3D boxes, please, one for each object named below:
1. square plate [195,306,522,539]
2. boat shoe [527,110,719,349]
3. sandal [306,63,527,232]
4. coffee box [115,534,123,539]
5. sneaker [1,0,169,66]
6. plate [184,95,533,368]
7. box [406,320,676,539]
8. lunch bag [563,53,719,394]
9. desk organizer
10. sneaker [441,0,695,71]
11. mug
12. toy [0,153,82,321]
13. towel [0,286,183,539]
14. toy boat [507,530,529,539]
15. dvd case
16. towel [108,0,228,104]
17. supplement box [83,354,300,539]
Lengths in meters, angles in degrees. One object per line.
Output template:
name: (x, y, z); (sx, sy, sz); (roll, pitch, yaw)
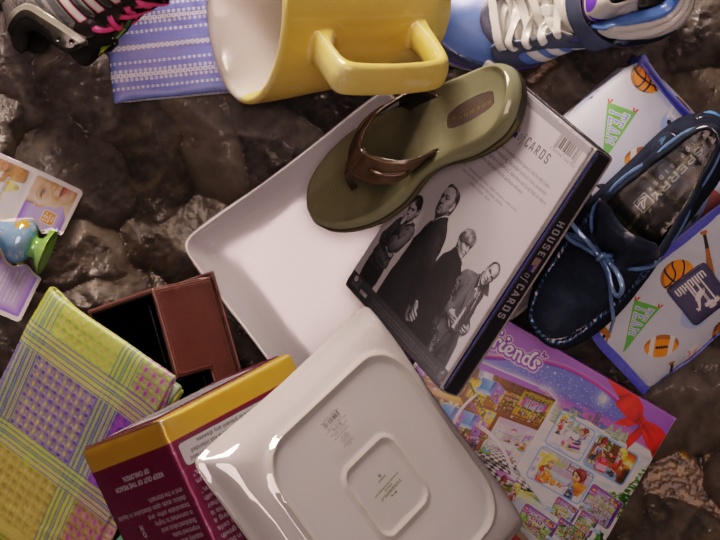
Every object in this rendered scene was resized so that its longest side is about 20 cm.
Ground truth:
square plate: (0.010, 0.151, 1.314); (0.200, 0.028, 0.199); (-41, 99, -40)
boat shoe: (0.179, -0.033, 1.340); (0.084, 0.069, 0.201); (34, 99, 7)
sandal: (0.031, -0.097, 1.394); (0.200, 0.057, 0.080); (-31, 57, 34)
coffee box: (-0.109, 0.264, 1.415); (0.123, 0.044, 0.200); (-45, 112, 8)
sneaker: (-0.188, -0.198, 1.442); (0.198, 0.074, 0.088); (1, 98, 24)
plate: (0.000, 0.000, 1.474); (0.199, 0.032, 0.200); (-37, 89, -2)
box: (0.118, 0.119, 1.448); (0.199, 0.039, 0.137); (30, 93, -8)
lunch bag: (0.209, -0.033, 1.431); (0.170, 0.124, 0.200); (-39, 93, 8)
desk organizer: (-0.130, 0.110, 1.434); (0.071, 0.077, 0.202); (-17, 88, 31)
sneaker: (0.147, -0.198, 1.424); (0.198, 0.146, 0.081); (-5, 88, -1)
mug: (-0.014, -0.183, 1.415); (0.152, 0.149, 0.188); (-4, 67, -26)
toy: (-0.323, -0.055, 1.457); (0.199, 0.047, 0.116); (25, 74, -3)
towel: (-0.219, 0.130, 1.426); (0.143, 0.023, 0.201); (32, 108, 22)
toy boat: (0.061, 0.244, 1.394); (0.200, 0.131, 0.130); (44, 116, -11)
dvd case: (0.080, -0.033, 1.375); (0.025, 0.150, 0.201); (23, 106, -39)
towel: (-0.129, -0.235, 1.485); (0.144, 0.024, 0.202); (-6, 88, 0)
supplement box: (-0.079, 0.179, 1.326); (0.131, 0.103, 0.201); (-24, 91, -43)
